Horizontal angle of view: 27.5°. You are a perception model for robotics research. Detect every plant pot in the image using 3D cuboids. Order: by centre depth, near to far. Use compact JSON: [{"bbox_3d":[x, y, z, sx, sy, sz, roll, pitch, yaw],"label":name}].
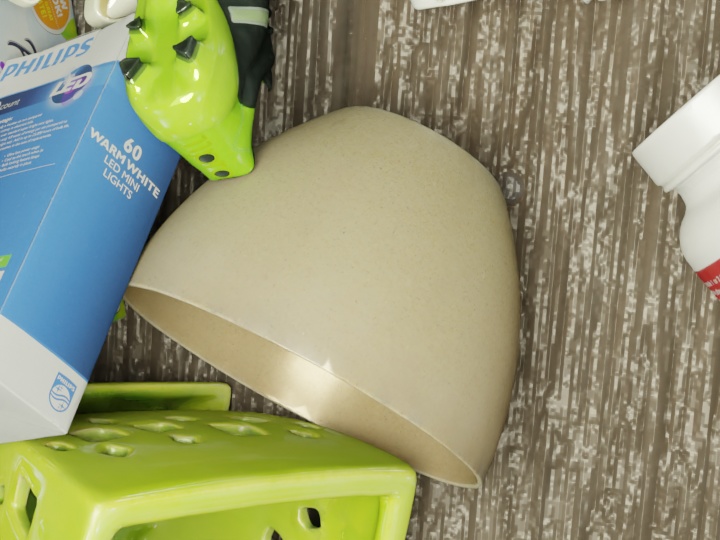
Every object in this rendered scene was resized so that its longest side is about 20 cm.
[{"bbox_3d":[0.000,0.000,0.721,0.199,0.200,0.135,26,78,10],"label":"plant pot"},{"bbox_3d":[-0.115,0.159,0.746,0.181,0.199,0.200,27,108,45],"label":"plant pot"}]

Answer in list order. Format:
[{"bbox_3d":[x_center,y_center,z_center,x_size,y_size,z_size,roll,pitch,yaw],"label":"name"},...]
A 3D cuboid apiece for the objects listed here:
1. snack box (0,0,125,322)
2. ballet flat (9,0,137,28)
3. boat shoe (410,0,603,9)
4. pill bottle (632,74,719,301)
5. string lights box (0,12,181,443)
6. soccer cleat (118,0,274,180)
[{"bbox_3d":[-0.199,-0.058,0.776,0.053,0.142,0.201,-6,97,26],"label":"snack box"},{"bbox_3d":[-0.147,-0.159,0.745,0.199,0.070,0.066,14,81,-24],"label":"ballet flat"},{"bbox_3d":[0.116,-0.165,0.721,0.199,0.074,0.066,-2,118,15],"label":"boat shoe"},{"bbox_3d":[0.223,-0.007,0.684,0.112,0.112,0.200,-41,86,17],"label":"pill bottle"},{"bbox_3d":[-0.153,-0.020,0.687,0.102,0.201,0.059,-11,138,38],"label":"string lights box"},{"bbox_3d":[-0.071,-0.132,0.701,0.067,0.081,0.201,-11,52,20],"label":"soccer cleat"}]
